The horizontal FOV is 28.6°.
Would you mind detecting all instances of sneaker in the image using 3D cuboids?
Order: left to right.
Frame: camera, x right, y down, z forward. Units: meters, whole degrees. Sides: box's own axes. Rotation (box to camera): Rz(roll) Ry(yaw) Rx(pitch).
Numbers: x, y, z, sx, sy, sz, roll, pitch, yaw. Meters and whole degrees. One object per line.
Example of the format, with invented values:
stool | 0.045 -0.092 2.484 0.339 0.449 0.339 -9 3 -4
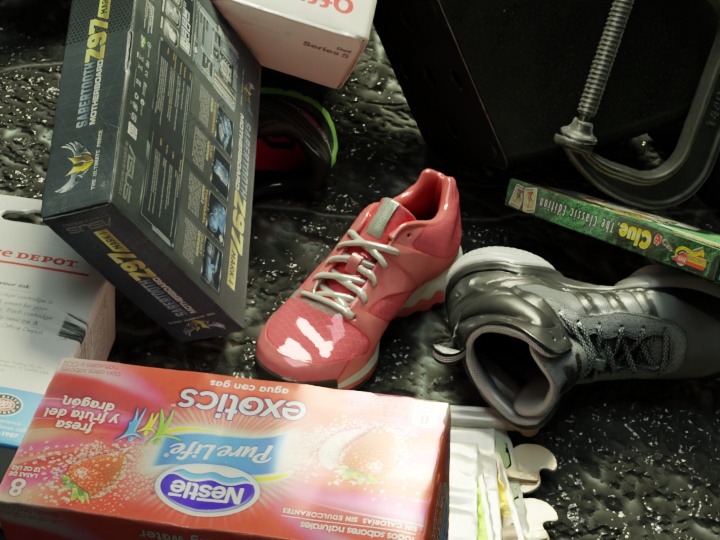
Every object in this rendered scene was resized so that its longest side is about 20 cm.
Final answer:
sneaker | -0.111 -0.088 0.969 0.197 0.078 0.084 -2 35 -10
sneaker | 0.000 0.000 0.866 0.073 0.088 0.200 24 40 22
sneaker | 0.139 0.049 0.831 0.197 0.076 0.114 10 30 10

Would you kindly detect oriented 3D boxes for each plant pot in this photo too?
plant pot | 0.119 -0.178 1.004 0.176 0.202 0.199 -32 22 -13

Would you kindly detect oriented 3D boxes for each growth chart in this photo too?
growth chart | 0.034 0.137 0.757 0.143 0.018 0.201 10 38 3

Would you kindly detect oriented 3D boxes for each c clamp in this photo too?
c clamp | 0.182 -0.143 0.926 0.169 0.203 0.027 8 12 -21

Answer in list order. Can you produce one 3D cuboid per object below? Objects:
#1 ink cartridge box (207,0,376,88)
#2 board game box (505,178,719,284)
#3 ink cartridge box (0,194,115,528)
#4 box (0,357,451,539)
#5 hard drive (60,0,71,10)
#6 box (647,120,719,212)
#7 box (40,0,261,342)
ink cartridge box | -0.052 -0.245 0.959 0.144 0.084 0.202 16 70 -10
board game box | 0.190 -0.021 0.896 0.104 0.024 0.199 12 8 -33
ink cartridge box | -0.206 0.044 0.794 0.114 0.068 0.201 9 39 2
box | -0.060 0.120 0.677 0.197 0.103 0.095 6 41 9
hard drive | -0.171 -0.278 1.231 0.138 0.038 0.201 10 39 4
box | 0.299 -0.155 1.018 0.105 0.202 0.123 -9 41 -20
box | -0.117 -0.081 0.844 0.050 0.158 0.202 -10 60 21
